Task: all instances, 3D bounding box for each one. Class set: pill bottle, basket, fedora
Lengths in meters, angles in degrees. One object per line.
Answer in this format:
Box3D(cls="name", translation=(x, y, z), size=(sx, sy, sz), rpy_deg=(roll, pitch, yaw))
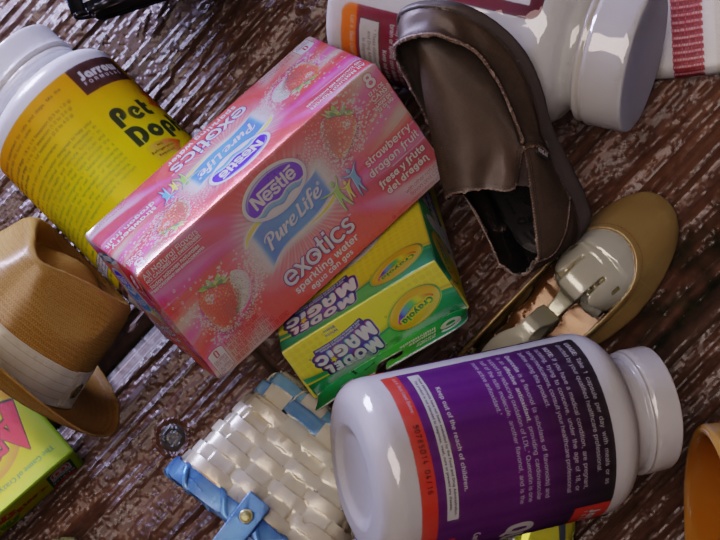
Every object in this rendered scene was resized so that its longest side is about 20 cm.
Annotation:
Box3D(cls="pill bottle", translation=(0.089, -0.160, 1.318), size=(0.199, 0.114, 0.115), rpy_deg=(17, 90, 19))
Box3D(cls="pill bottle", translation=(-0.175, -0.074, 1.400), size=(0.200, 0.109, 0.109), rpy_deg=(44, 97, 14))
Box3D(cls="basket", translation=(-0.071, 0.173, 1.318), size=(0.139, 0.176, 0.200), rpy_deg=(40, 86, 8))
Box3D(cls="fedora", translation=(-0.212, 0.022, 1.354), size=(0.201, 0.200, 0.082), rpy_deg=(44, 97, 14))
Box3D(cls="pill bottle", translation=(0.088, 0.103, 1.232), size=(0.198, 0.112, 0.113), rpy_deg=(-11, 82, -17))

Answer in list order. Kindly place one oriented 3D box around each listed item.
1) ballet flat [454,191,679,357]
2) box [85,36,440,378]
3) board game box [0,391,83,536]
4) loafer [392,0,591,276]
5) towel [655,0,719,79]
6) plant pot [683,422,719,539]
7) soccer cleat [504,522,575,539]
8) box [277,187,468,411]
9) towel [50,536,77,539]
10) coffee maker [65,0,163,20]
Box3D(cls="ballet flat", translation=(0.130, 0.028, 1.333), size=(0.069, 0.063, 0.200), rpy_deg=(44, 97, 14))
Box3D(cls="box", translation=(-0.059, -0.042, 1.291), size=(0.200, 0.103, 0.095), rpy_deg=(-42, 120, -9))
Box3D(cls="board game box", translation=(-0.298, 0.091, 1.438), size=(0.101, 0.048, 0.200), rpy_deg=(-41, 76, -10))
Box3D(cls="loafer", translation=(0.080, -0.077, 1.262), size=(0.073, 0.071, 0.200), rpy_deg=(-9, 126, 41))
Box3D(cls="towel", translation=(0.203, -0.199, 1.355), size=(0.198, 0.023, 0.145), rpy_deg=(-3, 87, 16))
Box3D(cls="plant pot", translation=(0.301, 0.184, 1.220), size=(0.182, 0.200, 0.202), rpy_deg=(-5, 84, -2))
Box3D(cls="soccer cleat", translation=(0.114, 0.168, 1.337), size=(0.083, 0.065, 0.201), rpy_deg=(34, 90, -15))
Box3D(cls="box", translation=(0.000, 0.000, 1.312), size=(0.117, 0.200, 0.048), rpy_deg=(-31, 122, 11))
Box3D(cls="towel", translation=(-0.268, 0.276, 1.435), size=(0.198, 0.036, 0.150), rpy_deg=(-15, 83, 13))
Box3D(cls="coffee maker", translation=(-0.161, -0.281, 1.399), size=(0.134, 0.192, 0.201), rpy_deg=(-14, 99, 20))
